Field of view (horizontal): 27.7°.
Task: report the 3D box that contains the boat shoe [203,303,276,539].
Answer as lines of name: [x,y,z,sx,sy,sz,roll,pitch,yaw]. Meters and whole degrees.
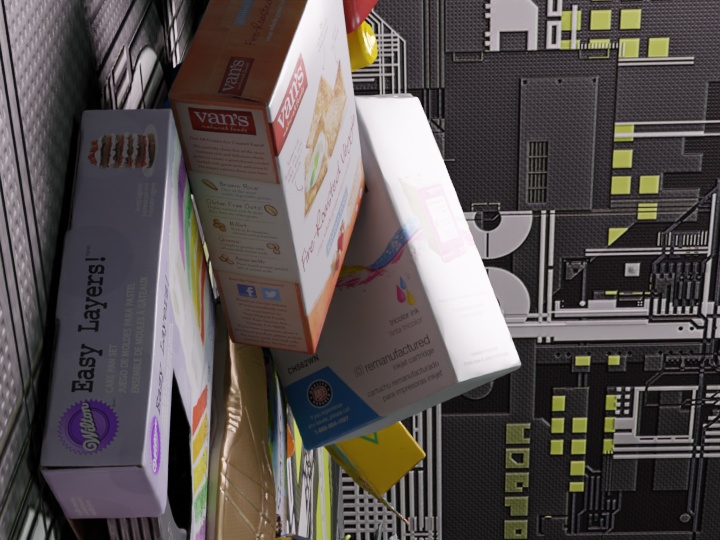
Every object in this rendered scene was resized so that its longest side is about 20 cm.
boat shoe: [-0.093,0.110,0.850,0.201,0.069,0.074,-93,159,-45]

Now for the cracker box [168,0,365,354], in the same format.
cracker box: [-0.045,-0.068,0.812,0.201,0.057,0.135,81,20,-50]

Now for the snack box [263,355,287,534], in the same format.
snack box: [-0.088,0.176,1.032,0.169,0.067,0.202,85,4,-73]

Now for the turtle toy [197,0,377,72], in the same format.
turtle toy: [-0.068,-0.228,1.146,0.101,0.144,0.202,51,31,-50]

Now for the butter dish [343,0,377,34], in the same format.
butter dish: [-0.058,-0.217,0.963,0.200,0.198,0.149,79,33,-74]

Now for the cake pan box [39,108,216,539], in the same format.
cake pan box: [-0.108,0.053,0.719,0.185,0.052,0.202,83,6,-56]

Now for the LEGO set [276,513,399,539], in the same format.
LEGO set: [-0.041,0.247,0.861,0.153,0.115,0.202,3,92,-44]

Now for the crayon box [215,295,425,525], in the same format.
crayon box: [-0.026,0.095,1.124,0.201,0.051,0.127,53,-10,-18]

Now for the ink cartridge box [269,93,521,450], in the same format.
ink cartridge box: [0.000,0.000,0.982,0.084,0.144,0.202,-7,73,-52]

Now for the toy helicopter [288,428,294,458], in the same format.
toy helicopter: [-0.089,0.146,1.320,0.132,0.078,0.202,170,-70,-83]

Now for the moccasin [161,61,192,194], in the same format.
moccasin: [-0.084,-0.091,0.932,0.200,0.080,0.069,-86,152,-63]
